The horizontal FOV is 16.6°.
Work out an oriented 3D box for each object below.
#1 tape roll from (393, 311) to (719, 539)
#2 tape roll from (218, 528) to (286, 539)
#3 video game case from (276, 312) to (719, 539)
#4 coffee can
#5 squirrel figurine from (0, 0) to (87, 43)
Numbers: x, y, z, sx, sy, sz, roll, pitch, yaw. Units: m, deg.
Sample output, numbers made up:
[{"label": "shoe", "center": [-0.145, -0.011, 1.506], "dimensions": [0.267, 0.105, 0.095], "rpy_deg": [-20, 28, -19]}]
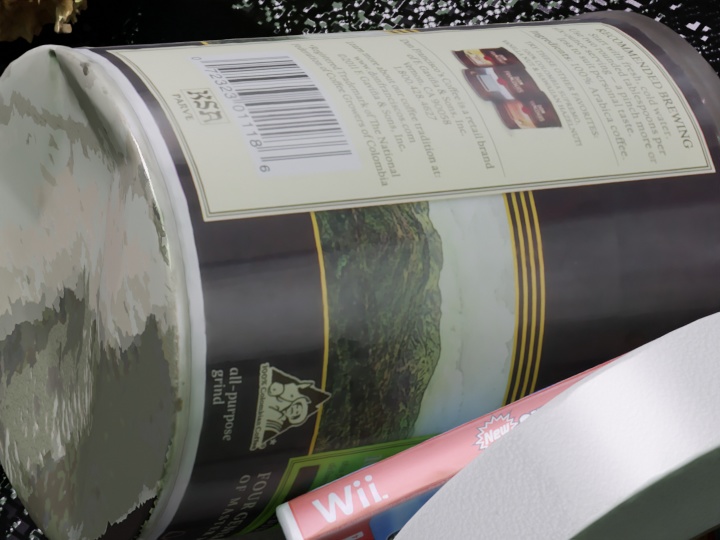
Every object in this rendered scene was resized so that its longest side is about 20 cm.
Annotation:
[{"label": "tape roll", "center": [0.090, 0.082, 0.692], "dimensions": [0.202, 0.203, 0.037], "rpy_deg": [-28, 58, -7]}, {"label": "tape roll", "center": [-0.108, 0.091, 0.811], "dimensions": [0.202, 0.037, 0.204], "rpy_deg": [-5, 58, 8]}, {"label": "video game case", "center": [0.082, 0.069, 0.734], "dimensions": [0.199, 0.143, 0.017], "rpy_deg": [-24, 55, -4]}, {"label": "coffee can", "center": [0.000, 0.000, 0.742], "dimensions": [0.199, 0.147, 0.147], "rpy_deg": [-6, 52, -30]}, {"label": "squirrel figurine", "center": [-0.151, -0.183, 0.892], "dimensions": [0.186, 0.201, 0.142], "rpy_deg": [-17, 24, 20]}]
